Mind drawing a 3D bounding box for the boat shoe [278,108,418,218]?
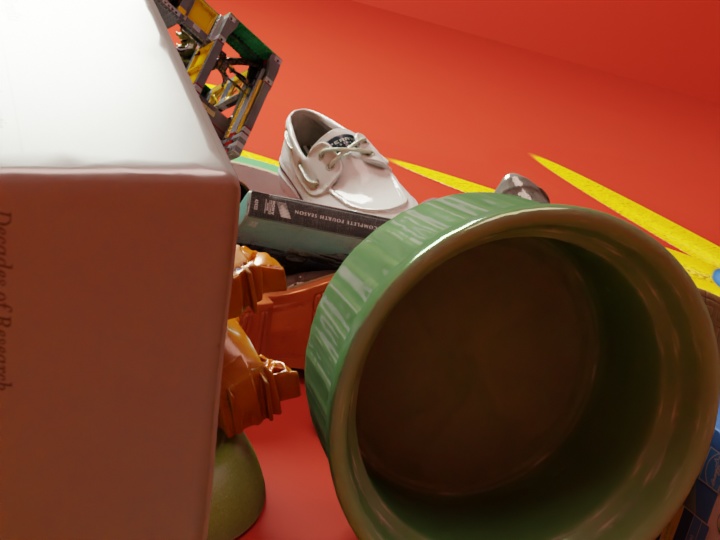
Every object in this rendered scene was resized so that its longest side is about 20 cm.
[{"bbox_3d":[-0.017,-0.071,1.018,0.073,0.067,0.200,-16,25,-24],"label":"boat shoe"}]

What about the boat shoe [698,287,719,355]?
[{"bbox_3d":[0.207,0.044,1.043,0.199,0.074,0.069,14,-10,-12],"label":"boat shoe"}]

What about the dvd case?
[{"bbox_3d":[0.000,0.000,0.929,0.199,0.022,0.146,10,-23,-18],"label":"dvd case"}]

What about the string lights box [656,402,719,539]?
[{"bbox_3d":[0.162,0.104,0.762,0.059,0.103,0.200,4,21,-33],"label":"string lights box"}]

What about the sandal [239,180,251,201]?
[{"bbox_3d":[-0.118,-0.041,0.946,0.198,0.054,0.080,0,-21,-2],"label":"sandal"}]

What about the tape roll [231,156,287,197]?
[{"bbox_3d":[-0.094,-0.043,1.080,0.199,0.048,0.201,15,18,-5],"label":"tape roll"}]

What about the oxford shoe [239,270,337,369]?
[{"bbox_3d":[-0.051,0.027,0.870,0.073,0.072,0.199,23,18,40],"label":"oxford shoe"}]

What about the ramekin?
[{"bbox_3d":[0.068,0.056,0.683,0.199,0.201,0.098,10,11,-20],"label":"ramekin"}]

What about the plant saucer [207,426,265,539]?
[{"bbox_3d":[-0.141,0.079,0.690,0.199,0.031,0.200,14,18,-5],"label":"plant saucer"}]

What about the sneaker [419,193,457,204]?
[{"bbox_3d":[0.039,-0.024,1.066,0.086,0.074,0.200,3,5,-6],"label":"sneaker"}]

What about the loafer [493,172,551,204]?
[{"bbox_3d":[0.125,-0.019,1.049,0.069,0.070,0.200,-15,-15,-2],"label":"loafer"}]

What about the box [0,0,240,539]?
[{"bbox_3d":[-0.156,0.004,0.549,0.170,0.201,0.199,-3,31,-18],"label":"box"}]

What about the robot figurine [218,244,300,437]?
[{"bbox_3d":[-0.100,-0.010,0.733,0.058,0.146,0.200,-20,41,-19],"label":"robot figurine"}]

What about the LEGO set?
[{"bbox_3d":[-0.163,-0.143,1.027,0.153,0.116,0.200,-9,-42,39],"label":"LEGO set"}]
